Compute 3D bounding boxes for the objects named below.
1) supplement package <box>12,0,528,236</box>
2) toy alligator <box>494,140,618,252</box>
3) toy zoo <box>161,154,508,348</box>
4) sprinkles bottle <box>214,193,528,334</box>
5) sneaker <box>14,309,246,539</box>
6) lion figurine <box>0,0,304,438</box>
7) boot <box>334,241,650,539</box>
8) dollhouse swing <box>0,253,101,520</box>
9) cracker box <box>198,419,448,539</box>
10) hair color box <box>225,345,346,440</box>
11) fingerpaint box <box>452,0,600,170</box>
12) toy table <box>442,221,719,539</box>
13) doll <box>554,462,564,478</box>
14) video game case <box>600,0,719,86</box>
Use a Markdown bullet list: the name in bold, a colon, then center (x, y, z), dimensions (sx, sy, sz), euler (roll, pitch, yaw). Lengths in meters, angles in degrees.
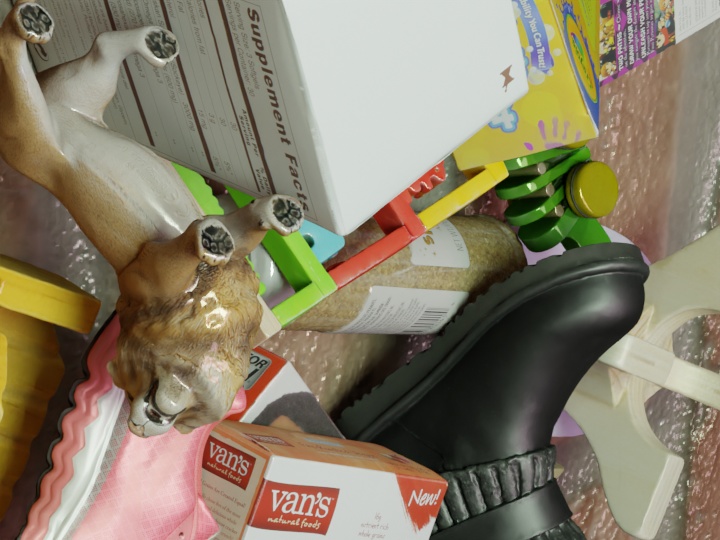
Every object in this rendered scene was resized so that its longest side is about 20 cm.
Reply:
- **supplement package**: center (-0.046, -0.117, 0.947), dimensions (0.117, 0.200, 0.118), euler (-38, 132, -29)
- **toy alligator**: center (0.083, -0.080, 1.187), dimensions (0.054, 0.059, 0.201), euler (-31, 107, -35)
- **toy zoo**: center (-0.013, -0.066, 1.080), dimensions (0.200, 0.020, 0.132), euler (-33, 89, -34)
- **sprinkles bottle**: center (0.000, 0.000, 1.149), dimensions (0.199, 0.068, 0.069), euler (3, 105, -47)
- **sneaker**: center (-0.110, 0.122, 1.013), dimensions (0.086, 0.074, 0.201), euler (21, 86, -5)
- **lion figurine**: center (-0.100, -0.031, 0.922), dimensions (0.072, 0.122, 0.201), euler (-31, 88, -37)
- **boot**: center (0.093, 0.099, 1.163), dimensions (0.211, 0.158, 0.079), euler (-41, 153, 30)
- **dollhouse swing**: center (-0.166, 0.100, 0.940), dimensions (0.181, 0.175, 0.201), euler (22, 90, -49)
- **cracker box**: center (-0.047, 0.179, 1.096), dimensions (0.134, 0.058, 0.201), euler (13, 97, -48)
- **hair color box**: center (-0.094, 0.138, 1.118), dimensions (0.200, 0.061, 0.102), euler (-52, 136, -17)
- **fingerpaint box**: center (0.050, -0.177, 1.041), dimensions (0.167, 0.073, 0.201), euler (-82, 155, -53)
- **toy table**: center (0.150, 0.048, 1.291), dimensions (0.199, 0.117, 0.185), euler (3, 104, -48)
- **doll**: center (0.051, 0.198, 1.306), dimensions (0.136, 0.048, 0.201), euler (8, 104, -59)
- **video game case**: center (0.141, -0.207, 1.226), dimensions (0.181, 0.036, 0.201), euler (-32, 128, -33)
